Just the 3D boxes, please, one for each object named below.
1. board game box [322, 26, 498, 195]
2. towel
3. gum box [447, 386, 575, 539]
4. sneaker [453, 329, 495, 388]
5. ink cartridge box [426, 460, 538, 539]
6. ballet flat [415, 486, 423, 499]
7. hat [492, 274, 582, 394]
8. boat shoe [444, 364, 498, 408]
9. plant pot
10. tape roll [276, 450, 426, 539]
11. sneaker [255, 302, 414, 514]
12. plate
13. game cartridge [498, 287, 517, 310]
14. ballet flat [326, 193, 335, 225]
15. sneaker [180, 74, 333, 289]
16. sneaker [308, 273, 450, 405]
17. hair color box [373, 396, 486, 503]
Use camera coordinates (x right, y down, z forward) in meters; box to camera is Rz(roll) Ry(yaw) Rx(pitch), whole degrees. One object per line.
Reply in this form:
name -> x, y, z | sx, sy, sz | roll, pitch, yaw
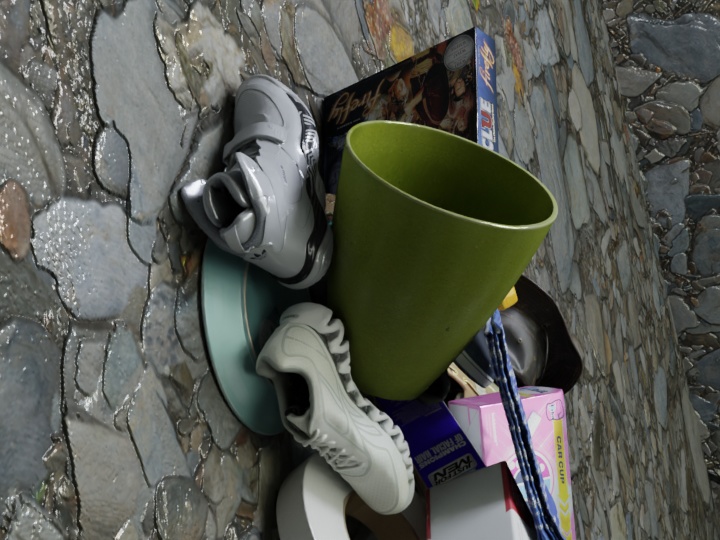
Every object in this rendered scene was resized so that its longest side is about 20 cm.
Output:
board game box -> 0.045, -0.137, 1.201 | 0.034, 0.199, 0.137 | 23, 59, -43
towel -> 0.146, 0.137, 1.098 | 0.145, 0.024, 0.202 | -36, 111, -82
gum box -> 0.168, 0.236, 1.353 | 0.113, 0.066, 0.202 | -7, 93, -28
sneaker -> 0.115, -0.003, 1.194 | 0.203, 0.145, 0.077 | 60, 9, 12
ink cartridge box -> 0.133, 0.293, 1.069 | 0.147, 0.082, 0.201 | -85, 150, -65
ballet flat -> 0.089, 0.284, 1.353 | 0.067, 0.046, 0.202 | -2, 84, -68
hat -> 0.155, 0.098, 1.437 | 0.081, 0.199, 0.202 | -50, 129, -42
boat shoe -> 0.106, 0.141, 1.398 | 0.200, 0.074, 0.067 | 49, 45, -17
plant pot -> 0.047, 0.004, 1.059 | 0.187, 0.186, 0.201 | -47, 159, -63
tape roll -> 0.011, 0.245, 1.067 | 0.202, 0.037, 0.204 | 39, 27, -23
sneaker -> -0.024, 0.129, 1.031 | 0.201, 0.075, 0.081 | 60, 37, -14
plate -> -0.078, 0.040, 1.061 | 0.200, 0.025, 0.202 | -9, 90, -69
game cartridge -> 0.080, -0.062, 1.323 | 0.032, 0.176, 0.202 | -26, 110, -29
ballet flat -> 0.000, 0.000, 1.223 | 0.066, 0.070, 0.201 | -101, 171, -48
sneaker -> -0.089, -0.088, 1.012 | 0.115, 0.075, 0.202 | 22, 48, -53
sneaker -> 0.028, 0.057, 1.177 | 0.200, 0.074, 0.085 | 38, 17, -37
hair color box -> 0.079, 0.191, 1.225 | 0.110, 0.064, 0.200 | 67, -7, -31
